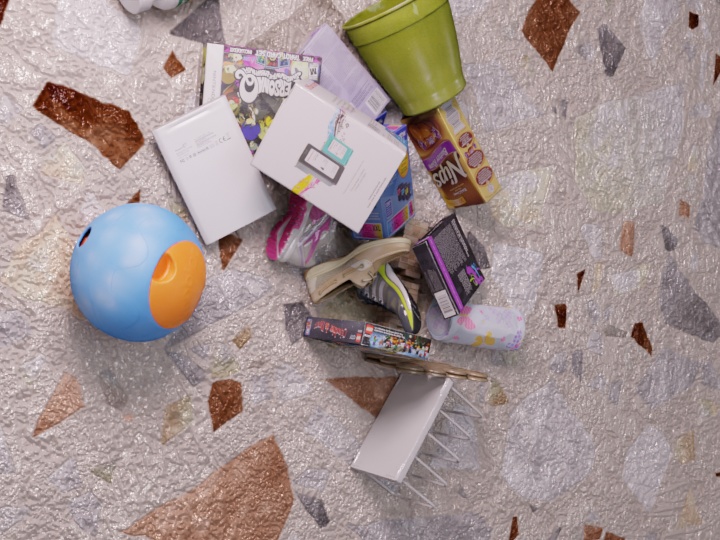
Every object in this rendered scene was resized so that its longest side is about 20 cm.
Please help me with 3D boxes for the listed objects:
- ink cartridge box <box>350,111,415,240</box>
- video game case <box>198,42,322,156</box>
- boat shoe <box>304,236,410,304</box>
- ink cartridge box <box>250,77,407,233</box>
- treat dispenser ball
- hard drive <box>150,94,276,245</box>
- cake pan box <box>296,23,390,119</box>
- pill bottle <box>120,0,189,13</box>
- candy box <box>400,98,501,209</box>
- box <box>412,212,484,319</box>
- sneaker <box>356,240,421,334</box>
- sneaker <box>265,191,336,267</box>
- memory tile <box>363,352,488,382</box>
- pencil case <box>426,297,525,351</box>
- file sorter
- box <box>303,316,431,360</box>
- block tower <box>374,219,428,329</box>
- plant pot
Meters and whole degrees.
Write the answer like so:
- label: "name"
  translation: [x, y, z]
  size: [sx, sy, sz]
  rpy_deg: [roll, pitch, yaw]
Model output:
- label: "ink cartridge box"
  translation: [0.030, -0.170, 1.663]
  size: [0.136, 0.075, 0.204]
  rpy_deg: [-43, 129, -54]
- label: "video game case"
  translation: [-0.167, -0.271, 1.578]
  size: [0.196, 0.036, 0.185]
  rpy_deg: [3, 102, -21]
- label: "boat shoe"
  translation: [0.000, 0.000, 1.637]
  size: [0.072, 0.197, 0.066]
  rpy_deg: [31, 40, -69]
- label: "ink cartridge box"
  translation: [-0.046, -0.185, 1.503]
  size: [0.198, 0.147, 0.147]
  rpy_deg: [32, 104, -4]
- label: "treat dispenser ball"
  translation: [-0.327, 0.003, 1.414]
  size: [0.198, 0.200, 0.205]
  rpy_deg: [2, 87, -32]
- label: "hard drive"
  translation: [-0.235, -0.161, 1.546]
  size: [0.130, 0.026, 0.203]
  rpy_deg: [-27, 110, -10]
- label: "cake pan box"
  translation: [-0.060, -0.302, 1.685]
  size: [0.184, 0.052, 0.201]
  rpy_deg: [45, 66, -25]
- label: "pill bottle"
  translation: [-0.289, -0.481, 1.511]
  size: [0.199, 0.112, 0.114]
  rpy_deg: [-33, 105, -29]
- label: "candy box"
  translation: [0.169, -0.217, 1.786]
  size: [0.056, 0.116, 0.202]
  rpy_deg: [-40, 108, -28]
- label: "box"
  translation: [0.165, -0.012, 1.758]
  size: [0.145, 0.036, 0.200]
  rpy_deg: [65, 28, -8]
- label: "sneaker"
  translation: [0.040, 0.042, 1.678]
  size: [0.080, 0.201, 0.074]
  rpy_deg: [-35, 146, 3]
- label: "sneaker"
  translation: [-0.080, -0.094, 1.644]
  size: [0.088, 0.081, 0.202]
  rpy_deg: [31, 89, -34]
- label: "memory tile"
  translation: [0.117, 0.173, 1.716]
  size: [0.197, 0.152, 0.017]
  rpy_deg: [10, 88, -33]
- label: "pencil case"
  translation: [0.220, 0.101, 1.826]
  size: [0.197, 0.084, 0.092]
  rpy_deg: [12, 40, -31]
- label: "file sorter"
  translation: [0.107, 0.305, 1.714]
  size: [0.124, 0.138, 0.202]
  rpy_deg: [42, 67, -27]
- label: "box"
  translation: [0.009, 0.114, 1.621]
  size: [0.135, 0.199, 0.038]
  rpy_deg: [17, 82, -31]
- label: "block tower"
  translation: [0.075, 0.011, 1.754]
  size: [0.057, 0.054, 0.204]
  rpy_deg: [16, 80, -30]
- label: "plant pot"
  translation: [0.096, -0.390, 1.706]
  size: [0.200, 0.199, 0.195]
  rpy_deg: [-38, 111, -27]
